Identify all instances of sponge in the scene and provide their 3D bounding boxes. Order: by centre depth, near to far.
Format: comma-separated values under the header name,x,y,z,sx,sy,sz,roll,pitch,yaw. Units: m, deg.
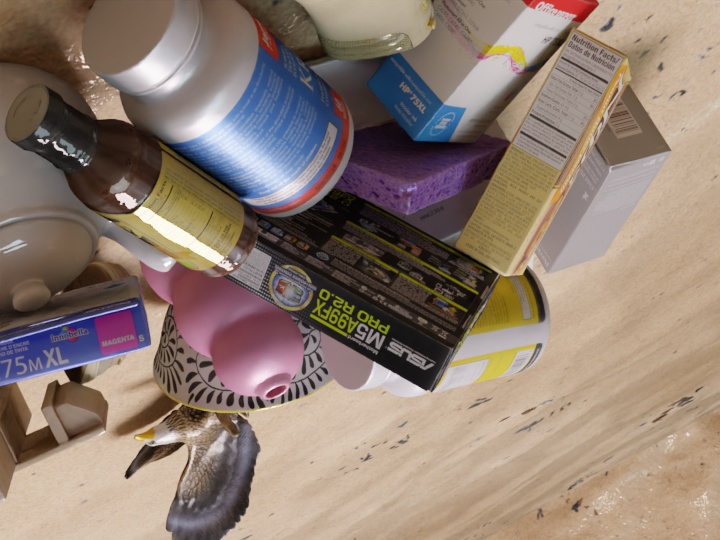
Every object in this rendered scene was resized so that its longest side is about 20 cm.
name,x,y,z,sx,sy,sz,roll,pitch,yaw
sponge,0.041,-0.093,1.080,0.199,0.111,0.030,-25,128,-56

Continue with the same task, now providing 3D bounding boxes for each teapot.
name,x,y,z,sx,sy,sz,roll,pitch,yaw
teapot,-0.256,-0.036,0.894,0.198,0.147,0.198,-29,156,4

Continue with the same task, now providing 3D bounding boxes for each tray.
name,x,y,z,sx,sy,sz,roll,pitch,yaw
tray,-0.036,-0.145,1.065,0.198,0.022,0.108,-19,155,-21

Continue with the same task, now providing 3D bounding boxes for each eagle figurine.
name,x,y,z,sx,sy,sz,roll,pitch,yaw
eagle figurine,-0.183,0.185,1.426,0.149,0.153,0.202,12,129,-2

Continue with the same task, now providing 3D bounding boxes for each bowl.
name,x,y,z,sx,sy,sz,roll,pitch,yaw
bowl,-0.105,0.037,1.212,0.199,0.201,0.095,-18,120,-21

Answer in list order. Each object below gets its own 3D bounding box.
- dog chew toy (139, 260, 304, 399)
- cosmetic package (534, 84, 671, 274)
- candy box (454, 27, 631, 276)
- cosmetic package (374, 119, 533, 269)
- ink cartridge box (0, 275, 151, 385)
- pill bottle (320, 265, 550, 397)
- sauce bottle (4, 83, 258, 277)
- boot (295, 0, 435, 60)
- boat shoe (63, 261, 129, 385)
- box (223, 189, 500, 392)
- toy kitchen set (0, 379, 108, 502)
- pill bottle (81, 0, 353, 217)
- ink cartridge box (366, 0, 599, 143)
name,x,y,z,sx,sy,sz,roll,pitch,yaw
dog chew toy,-0.110,0.016,1.086,0.123,0.201,0.125,-23,156,-11
cosmetic package,0.234,-0.097,1.349,0.089,0.108,0.201,-16,152,-25
candy box,0.156,-0.095,1.084,0.202,0.055,0.115,-62,169,7
cosmetic package,0.060,-0.035,1.262,0.198,0.124,0.201,-25,154,-6
ink cartridge box,-0.208,0.042,0.899,0.118,0.043,0.200,-14,-175,-10
pill bottle,0.067,0.051,1.153,0.198,0.113,0.112,-8,150,-37
sauce bottle,-0.151,-0.060,0.864,0.064,0.065,0.200,-35,139,17
boot,0.039,-0.231,0.910,0.198,0.073,0.155,-29,156,6
boat shoe,-0.231,0.044,1.178,0.064,0.073,0.200,-20,161,-29
box,0.000,0.000,1.018,0.045,0.198,0.160,-65,172,26
toy kitchen set,-0.337,0.092,1.153,0.161,0.182,0.200,-22,-164,-3
pill bottle,-0.099,-0.126,0.907,0.112,0.113,0.200,-34,144,15
ink cartridge box,0.111,-0.196,1.024,0.200,0.067,0.116,-48,161,25
